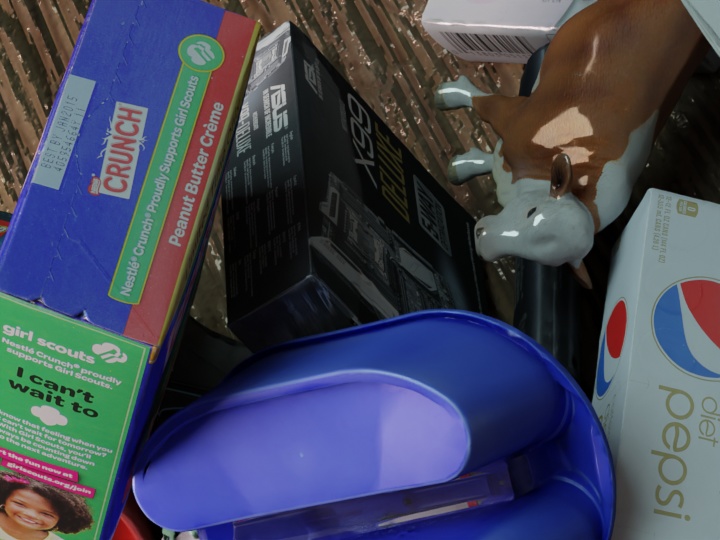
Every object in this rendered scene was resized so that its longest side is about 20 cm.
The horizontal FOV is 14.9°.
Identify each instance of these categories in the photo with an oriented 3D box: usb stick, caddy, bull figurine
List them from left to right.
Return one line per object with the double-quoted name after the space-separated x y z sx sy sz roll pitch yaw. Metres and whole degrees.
0.006 0.095 1.131 0.200 0.105 0.142 -13 95 29 "caddy"
0.091 -0.019 1.317 0.033 0.056 0.200 8 58 -6 "usb stick"
0.100 -0.080 1.272 0.121 0.065 0.200 18 65 44 "bull figurine"

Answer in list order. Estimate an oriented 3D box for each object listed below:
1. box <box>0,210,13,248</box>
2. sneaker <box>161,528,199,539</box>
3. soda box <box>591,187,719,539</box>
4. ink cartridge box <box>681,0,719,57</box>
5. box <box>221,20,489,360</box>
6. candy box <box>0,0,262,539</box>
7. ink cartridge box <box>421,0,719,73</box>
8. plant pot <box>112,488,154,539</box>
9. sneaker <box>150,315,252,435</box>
-0.203 0.017 1.332 0.199 0.038 0.137 14 32 18 "box"
-0.077 0.139 1.259 0.074 0.087 0.201 -128 48 -71 "sneaker"
0.137 0.068 1.187 0.064 0.068 0.200 114 168 -59 "soda box"
0.249 -0.141 1.199 0.200 0.146 0.084 -40 44 10 "ink cartridge box"
0.000 0.000 1.271 0.050 0.158 0.200 -31 33 18 "box"
-0.108 0.004 1.156 0.077 0.200 0.169 17 56 0 "candy box"
0.135 -0.197 1.399 0.162 0.057 0.201 6 72 41 "ink cartridge box"
-0.207 0.105 1.388 0.200 0.200 0.178 -34 36 17 "plant pot"
-0.089 0.063 1.389 0.200 0.075 0.079 26 83 46 "sneaker"
